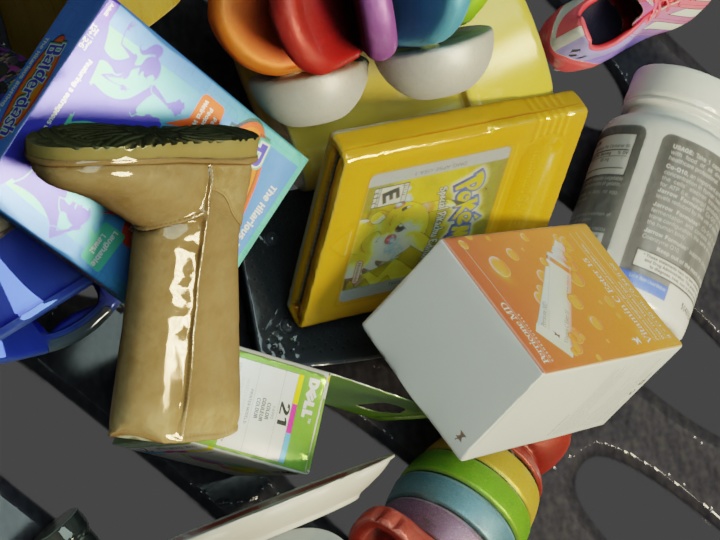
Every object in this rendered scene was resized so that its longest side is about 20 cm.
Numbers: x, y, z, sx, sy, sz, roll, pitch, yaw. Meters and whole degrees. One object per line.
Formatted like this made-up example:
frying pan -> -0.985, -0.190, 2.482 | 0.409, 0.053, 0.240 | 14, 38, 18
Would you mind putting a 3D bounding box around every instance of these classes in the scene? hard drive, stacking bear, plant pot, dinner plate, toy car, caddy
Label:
hard drive -> 0.000, 0.000, 1.750 | 0.199, 0.042, 0.136 | -9, 87, -25
stacking bear -> 0.088, 0.163, 1.732 | 0.121, 0.114, 0.200 | 39, 58, 0
plant pot -> 0.015, -0.154, 1.707 | 0.188, 0.201, 0.201 | -27, 94, -8
dinner plate -> -0.066, 0.172, 1.611 | 0.200, 0.200, 0.024 | -22, 88, -24
toy car -> -0.006, -0.187, 1.536 | 0.199, 0.150, 0.176 | -11, 102, 6
caddy -> -0.218, 0.002, 1.601 | 0.200, 0.141, 0.105 | -33, 94, -23

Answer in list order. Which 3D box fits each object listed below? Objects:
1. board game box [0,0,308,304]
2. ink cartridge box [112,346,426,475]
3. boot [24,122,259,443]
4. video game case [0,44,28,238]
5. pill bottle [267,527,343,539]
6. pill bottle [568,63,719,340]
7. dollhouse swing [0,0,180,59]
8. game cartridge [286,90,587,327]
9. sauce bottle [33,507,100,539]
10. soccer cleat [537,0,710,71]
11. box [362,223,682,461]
board game box -> -0.146, -0.066, 1.510 | 0.200, 0.045, 0.152 | 38, 81, -39
ink cartridge box -> -0.055, 0.111, 1.653 | 0.199, 0.148, 0.076 | 18, 78, -20
boot -> -0.138, 0.011, 1.467 | 0.175, 0.066, 0.201 | -2, 105, -36
video game case -> -0.280, -0.080, 1.562 | 0.181, 0.200, 0.036 | -36, 131, -23
pill bottle -> -0.025, 0.279, 1.619 | 0.111, 0.111, 0.201 | -33, 129, -24
pill bottle -> 0.228, -0.053, 1.818 | 0.113, 0.114, 0.201 | 27, 74, -18
dollhouse swing -> -0.149, -0.226, 1.630 | 0.175, 0.200, 0.183 | -16, 89, -25
game cartridge -> 0.054, -0.043, 1.671 | 0.199, 0.177, 0.032 | -11, 50, -24
sauce bottle -> -0.153, 0.255, 1.638 | 0.066, 0.066, 0.200 | -40, 98, -23
soccer cleat -> 0.230, -0.218, 1.861 | 0.200, 0.076, 0.067 | -30, 95, -24
box -> 0.118, 0.047, 1.667 | 0.200, 0.098, 0.125 | -8, 55, -54
